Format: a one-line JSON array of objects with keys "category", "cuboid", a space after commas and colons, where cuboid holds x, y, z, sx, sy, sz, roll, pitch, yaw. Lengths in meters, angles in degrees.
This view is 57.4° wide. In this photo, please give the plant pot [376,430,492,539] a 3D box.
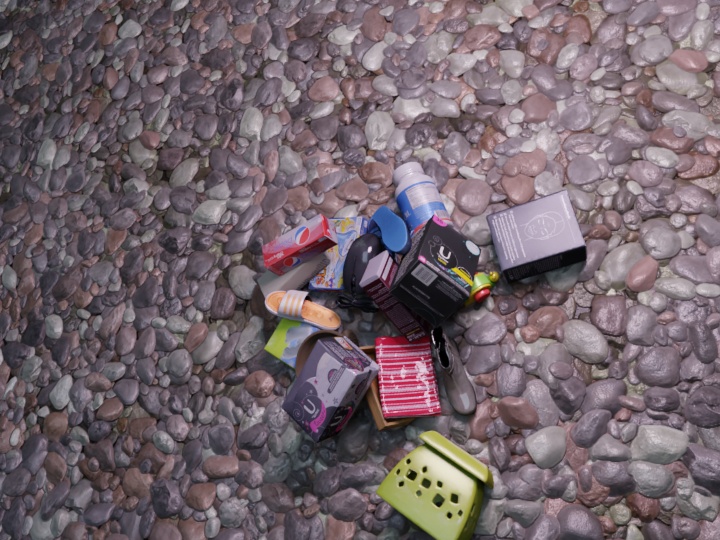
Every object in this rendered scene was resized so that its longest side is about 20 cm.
[{"category": "plant pot", "cuboid": [0.178, 0.471, 1.432, 0.199, 0.199, 0.182, 30, 79, 26]}]

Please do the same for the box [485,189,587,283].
[{"category": "box", "cuboid": [0.418, -0.079, 1.565, 0.198, 0.107, 0.150, -17, 68, 15]}]

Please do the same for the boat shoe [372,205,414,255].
[{"category": "boat shoe", "cuboid": [0.093, -0.097, 1.625, 0.084, 0.069, 0.201, -38, 34, 15]}]

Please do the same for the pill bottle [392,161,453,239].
[{"category": "pill bottle", "cuboid": [0.153, -0.173, 1.689, 0.111, 0.112, 0.201, -25, 65, 11]}]

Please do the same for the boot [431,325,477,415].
[{"category": "boot", "cuboid": [0.207, 0.235, 1.528, 0.067, 0.131, 0.202, -21, 67, 13]}]

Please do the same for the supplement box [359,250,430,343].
[{"category": "supplement box", "cuboid": [0.091, 0.063, 1.576, 0.061, 0.200, 0.109, -30, 20, 32]}]

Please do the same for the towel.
[{"category": "towel", "cuboid": [0.112, 0.249, 1.569, 0.143, 0.023, 0.202, -1, 61, -10]}]

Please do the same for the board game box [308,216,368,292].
[{"category": "board game box", "cuboid": [-0.059, -0.042, 1.752, 0.134, 0.034, 0.202, -1, 73, 33]}]

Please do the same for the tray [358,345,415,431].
[{"category": "tray", "cuboid": [0.052, 0.280, 1.588, 0.037, 0.098, 0.201, -45, 57, 41]}]

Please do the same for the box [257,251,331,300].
[{"category": "box", "cuboid": [-0.177, -0.001, 1.751, 0.200, 0.068, 0.082, -42, 53, 16]}]

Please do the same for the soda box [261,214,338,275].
[{"category": "soda box", "cuboid": [-0.156, -0.064, 1.675, 0.199, 0.063, 0.071, -27, 59, 24]}]

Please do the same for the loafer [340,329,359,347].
[{"category": "loafer", "cuboid": [-0.046, 0.247, 1.641, 0.067, 0.076, 0.202, -3, 78, 26]}]

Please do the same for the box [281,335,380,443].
[{"category": "box", "cuboid": [-0.069, 0.272, 1.516, 0.132, 0.114, 0.201, 39, 111, 26]}]

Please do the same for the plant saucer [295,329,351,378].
[{"category": "plant saucer", "cuboid": [-0.074, 0.244, 1.603, 0.198, 0.029, 0.202, 2, 93, 33]}]

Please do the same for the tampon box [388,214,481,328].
[{"category": "tampon box", "cuboid": [0.177, -0.002, 1.539, 0.149, 0.201, 0.126, 35, 128, -8]}]

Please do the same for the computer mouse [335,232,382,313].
[{"category": "computer mouse", "cuboid": [0.000, 0.000, 1.640, 0.137, 0.053, 0.202, 7, 83, 34]}]

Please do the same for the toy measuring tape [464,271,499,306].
[{"category": "toy measuring tape", "cuboid": [0.250, 0.060, 1.602, 0.199, 0.074, 0.074, -33, 65, 7]}]

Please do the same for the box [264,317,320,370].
[{"category": "box", "cuboid": [-0.140, 0.205, 1.708, 0.199, 0.048, 0.123, 27, 82, 25]}]

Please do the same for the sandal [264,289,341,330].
[{"category": "sandal", "cuboid": [-0.141, 0.090, 1.693, 0.205, 0.059, 0.080, 18, 50, -7]}]

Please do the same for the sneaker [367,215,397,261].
[{"category": "sneaker", "cuboid": [0.056, -0.062, 1.705, 0.073, 0.082, 0.202, -18, 66, 15]}]
